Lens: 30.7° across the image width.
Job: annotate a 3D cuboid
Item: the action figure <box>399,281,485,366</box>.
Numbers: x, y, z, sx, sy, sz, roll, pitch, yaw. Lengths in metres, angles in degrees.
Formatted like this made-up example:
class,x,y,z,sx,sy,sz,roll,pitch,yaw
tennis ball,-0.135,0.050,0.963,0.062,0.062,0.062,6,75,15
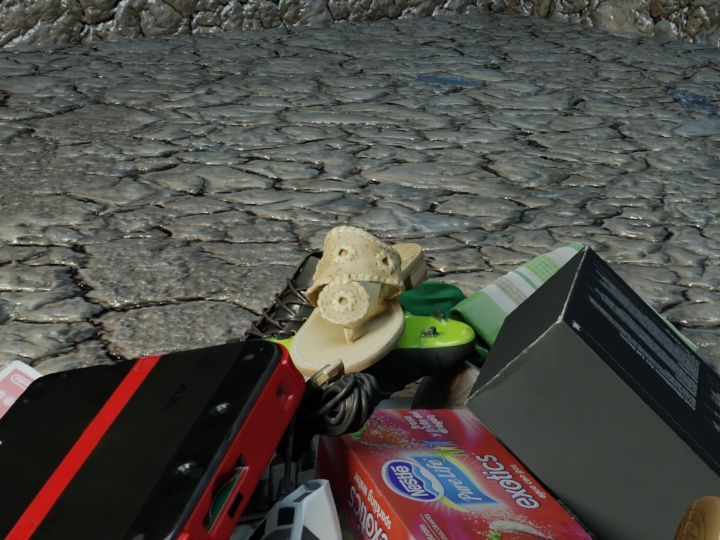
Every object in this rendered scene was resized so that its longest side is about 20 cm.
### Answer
class,x,y,z,sx,sy,sz,roll,pitch,yaw
action figure,0.069,0.048,1.058,0.118,0.055,0.200,47,17,17

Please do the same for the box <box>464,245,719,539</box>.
class,x,y,z,sx,sy,sz,roll,pitch,yaw
box,0.165,0.097,0.741,0.200,0.079,0.141,45,21,-1

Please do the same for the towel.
class,x,y,z,sx,sy,sz,roll,pitch,yaw
towel,0.170,0.055,1.032,0.149,0.031,0.200,44,37,18

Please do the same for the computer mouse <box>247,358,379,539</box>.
class,x,y,z,sx,sy,sz,roll,pitch,yaw
computer mouse,-0.029,0.147,0.667,0.044,0.110,0.200,22,54,-23

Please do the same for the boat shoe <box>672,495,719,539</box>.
class,x,y,z,sx,sy,sz,roll,pitch,yaw
boat shoe,0.163,0.163,0.577,0.072,0.200,0.072,17,56,15

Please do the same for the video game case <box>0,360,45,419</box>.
class,x,y,z,sx,sy,sz,roll,pitch,yaw
video game case,-0.193,0.141,0.692,0.143,0.017,0.200,29,43,14

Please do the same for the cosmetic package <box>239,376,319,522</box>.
class,x,y,z,sx,sy,sz,roll,pitch,yaw
cosmetic package,-0.122,0.120,0.818,0.200,0.083,0.051,-8,20,-24

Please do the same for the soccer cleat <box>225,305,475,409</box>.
class,x,y,z,sx,sy,sz,roll,pitch,yaw
soccer cleat,-0.011,0.076,0.907,0.200,0.081,0.068,-11,16,21

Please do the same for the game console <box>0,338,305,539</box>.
class,x,y,z,sx,sy,sz,roll,pitch,yaw
game console,-0.130,0.102,0.645,0.177,0.031,0.200,-11,24,22

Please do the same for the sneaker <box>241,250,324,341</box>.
class,x,y,z,sx,sy,sz,roll,pitch,yaw
sneaker,-0.065,0.046,1.007,0.200,0.106,0.075,-15,24,-41

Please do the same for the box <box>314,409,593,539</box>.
class,x,y,z,sx,sy,sz,roll,pitch,yaw
box,0.044,0.155,0.684,0.095,0.100,0.200,2,17,-19

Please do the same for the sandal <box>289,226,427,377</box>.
class,x,y,z,sx,sy,sz,roll,pitch,yaw
sandal,-0.006,0.001,0.878,0.078,0.070,0.212,-10,16,18

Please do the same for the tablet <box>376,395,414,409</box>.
class,x,y,z,sx,sy,sz,roll,pitch,yaw
tablet,0.048,0.131,0.909,0.130,0.014,0.200,2,19,1

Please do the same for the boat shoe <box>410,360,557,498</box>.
class,x,y,z,sx,sy,sz,roll,pitch,yaw
boat shoe,0.092,0.111,0.864,0.073,0.075,0.200,26,2,-21
